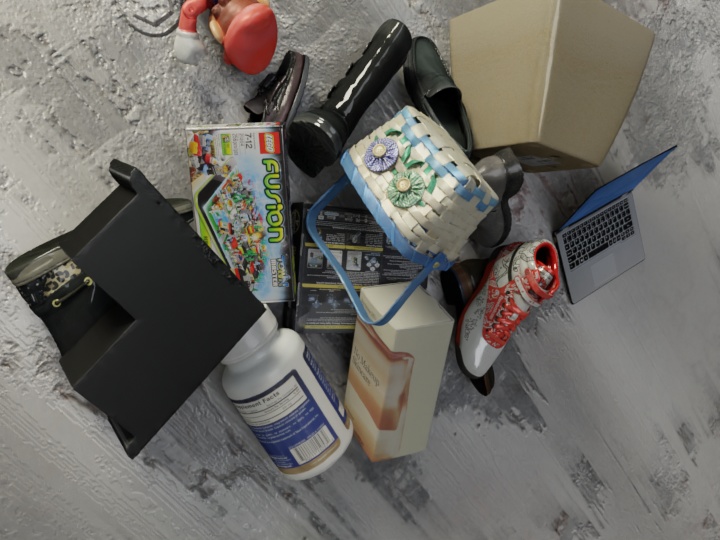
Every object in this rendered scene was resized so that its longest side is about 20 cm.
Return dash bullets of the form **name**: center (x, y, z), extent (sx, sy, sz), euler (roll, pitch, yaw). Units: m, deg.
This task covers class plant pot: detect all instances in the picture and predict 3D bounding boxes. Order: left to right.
- **plant pot**: center (0.237, -0.234, 0.871), extent (0.197, 0.198, 0.181), euler (11, 88, -33)

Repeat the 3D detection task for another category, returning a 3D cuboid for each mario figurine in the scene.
- **mario figurine**: center (-0.172, -0.310, 0.744), extent (0.122, 0.106, 0.202), euler (-31, 102, 17)

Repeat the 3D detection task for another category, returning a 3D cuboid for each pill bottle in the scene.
- **pill bottle**: center (-0.099, 0.144, 0.800), extent (0.110, 0.110, 0.202), euler (-36, 111, -19)

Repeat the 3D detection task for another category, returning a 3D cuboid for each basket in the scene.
- **basket**: center (0.035, -0.065, 0.733), extent (0.201, 0.177, 0.138), euler (-49, 148, 22)

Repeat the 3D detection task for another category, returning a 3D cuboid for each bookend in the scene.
- **bookend**: center (-0.233, 0.037, 0.650), extent (0.201, 0.092, 0.199), euler (-49, 124, -14)

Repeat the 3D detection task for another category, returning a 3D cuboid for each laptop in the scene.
- **laptop**: center (0.415, -0.068, 1.047), extent (0.185, 0.115, 0.204), euler (-26, 107, -22)

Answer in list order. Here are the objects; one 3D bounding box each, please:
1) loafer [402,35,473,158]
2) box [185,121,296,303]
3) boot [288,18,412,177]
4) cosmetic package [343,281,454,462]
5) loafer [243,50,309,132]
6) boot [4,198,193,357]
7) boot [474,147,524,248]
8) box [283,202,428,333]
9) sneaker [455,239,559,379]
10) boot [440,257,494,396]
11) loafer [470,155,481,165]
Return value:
- **loafer**: center (0.105, -0.223, 0.856), extent (0.067, 0.070, 0.205), euler (-5, 71, -23)
- **box**: center (-0.133, -0.063, 0.753), extent (0.107, 0.035, 0.205), euler (-3, 108, 0)
- **boot**: center (-0.001, -0.214, 0.782), extent (0.066, 0.165, 0.201), euler (42, 78, -11)
- **cosmetic package**: center (0.043, 0.129, 0.844), extent (0.085, 0.103, 0.204), euler (-5, 118, -26)
- **loafer**: center (-0.119, -0.171, 0.779), extent (0.062, 0.072, 0.204), euler (21, 89, -24)
- **boot**: center (-0.259, 0.020, 0.728), extent (0.201, 0.073, 0.157), euler (-27, 112, -23)
- **boot**: center (0.134, -0.080, 0.877), extent (0.129, 0.071, 0.201), euler (-21, 150, -7)
- **box**: center (0.000, 0.000, 0.872), extent (0.196, 0.049, 0.165), euler (2, 93, -29)
- **sneaker**: center (0.199, 0.047, 0.881), extent (0.067, 0.107, 0.204), euler (34, 68, -21)
- **boot**: center (0.189, 0.077, 0.967), extent (0.095, 0.074, 0.204), euler (-20, 103, -21)
- **loafer**: center (0.128, -0.125, 0.913), extent (0.196, 0.069, 0.077), euler (-11, 101, -26)
